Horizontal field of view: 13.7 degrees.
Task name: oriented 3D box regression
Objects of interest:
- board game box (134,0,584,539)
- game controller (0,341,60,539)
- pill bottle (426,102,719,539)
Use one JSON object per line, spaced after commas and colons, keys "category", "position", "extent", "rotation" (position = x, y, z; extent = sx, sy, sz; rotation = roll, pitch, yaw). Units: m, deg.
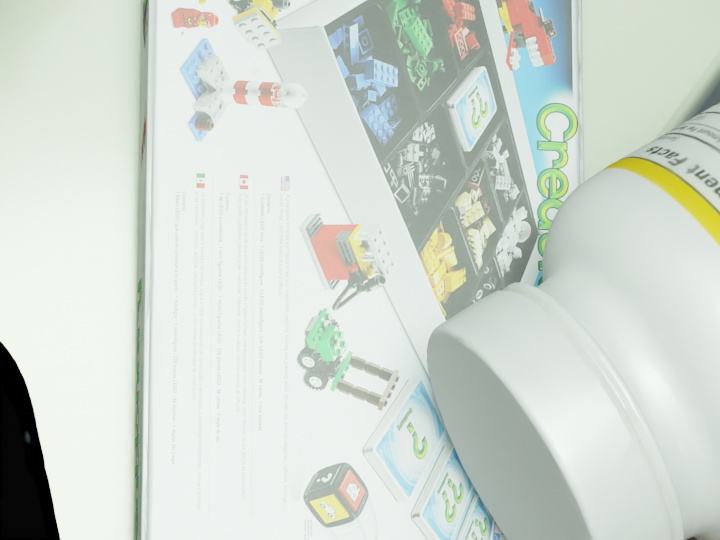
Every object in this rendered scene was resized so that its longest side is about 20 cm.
{"category": "board game box", "position": [0.000, 0.000, 0.846], "extent": [0.125, 0.035, 0.201], "rotation": [2, 79, -8]}
{"category": "game controller", "position": [-0.182, 0.075, 0.804], "extent": [0.199, 0.042, 0.105], "rotation": [-11, 81, -10]}
{"category": "pill bottle", "position": [0.122, 0.005, 0.795], "extent": [0.199, 0.112, 0.113], "rotation": [-30, 84, -14]}
